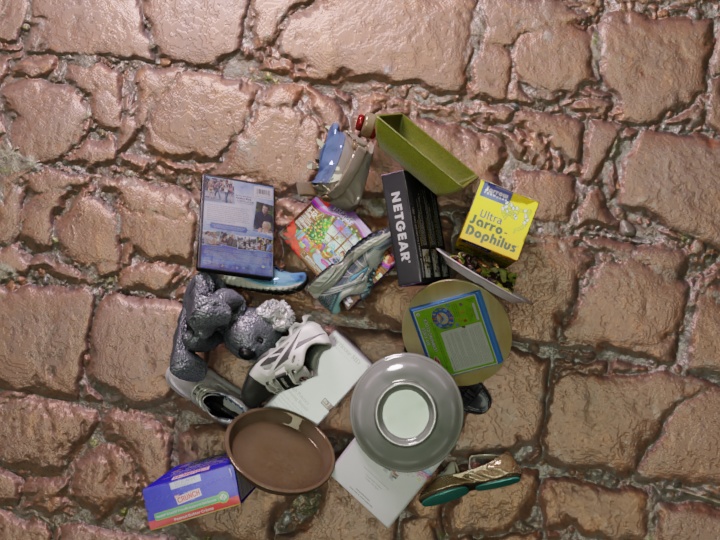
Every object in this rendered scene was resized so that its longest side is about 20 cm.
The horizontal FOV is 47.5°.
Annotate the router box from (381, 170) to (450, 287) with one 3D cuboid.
[{"bbox_3d":[0.103,-0.075,1.496,0.050,0.149,0.204,-11,85,26],"label":"router box"}]

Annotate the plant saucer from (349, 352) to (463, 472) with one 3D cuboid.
[{"bbox_3d":[0.078,0.242,1.387,0.196,0.050,0.204,0,85,4],"label":"plant saucer"}]

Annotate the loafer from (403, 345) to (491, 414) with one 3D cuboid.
[{"bbox_3d":[0.160,0.199,1.521,0.199,0.063,0.072,40,91,6],"label":"loafer"}]

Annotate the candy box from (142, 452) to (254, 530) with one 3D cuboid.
[{"bbox_3d":[-0.278,0.386,1.473,0.166,0.200,0.078,-16,85,3],"label":"candy box"}]

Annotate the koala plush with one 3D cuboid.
[{"bbox_3d":[-0.229,0.103,1.498,0.197,0.185,0.179,17,121,-19],"label":"koala plush"}]

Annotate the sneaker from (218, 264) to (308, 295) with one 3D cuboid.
[{"bbox_3d":[-0.194,-0.006,1.554,0.196,0.078,0.092,10,84,4],"label":"sneaker"}]

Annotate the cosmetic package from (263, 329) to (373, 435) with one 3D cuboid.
[{"bbox_3d":[-0.077,0.216,1.533,0.101,0.074,0.200,42,91,5],"label":"cosmetic package"}]

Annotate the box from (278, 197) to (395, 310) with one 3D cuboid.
[{"bbox_3d":[-0.042,-0.043,1.562,0.137,0.039,0.200,-44,85,0],"label":"box"}]

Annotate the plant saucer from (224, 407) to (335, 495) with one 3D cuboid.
[{"bbox_3d":[-0.141,0.315,1.413,0.197,0.200,0.030,24,118,5],"label":"plant saucer"}]

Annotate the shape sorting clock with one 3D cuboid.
[{"bbox_3d":[0.170,0.111,1.453,0.196,0.039,0.204,4,109,11],"label":"shape sorting clock"}]

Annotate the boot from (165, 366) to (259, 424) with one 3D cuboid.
[{"bbox_3d":[-0.285,0.229,1.535,0.197,0.096,0.075,22,88,5],"label":"boot"}]

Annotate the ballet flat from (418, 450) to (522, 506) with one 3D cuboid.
[{"bbox_3d":[0.198,0.382,1.516,0.196,0.071,0.066,-14,58,1],"label":"ballet flat"}]

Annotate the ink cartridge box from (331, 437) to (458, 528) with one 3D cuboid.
[{"bbox_3d":[0.063,0.326,1.479,0.144,0.145,0.201,41,89,6],"label":"ink cartridge box"}]

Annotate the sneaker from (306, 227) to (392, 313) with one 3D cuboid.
[{"bbox_3d":[0.000,0.000,1.510,0.199,0.078,0.087,-38,97,8],"label":"sneaker"}]

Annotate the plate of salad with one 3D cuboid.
[{"bbox_3d":[0.225,0.002,1.459,0.198,0.200,0.049,31,97,5],"label":"plate of salad"}]

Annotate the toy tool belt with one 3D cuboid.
[{"bbox_3d":[-0.041,-0.215,1.513,0.121,0.125,0.203,17,74,-10],"label":"toy tool belt"}]

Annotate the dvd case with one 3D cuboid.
[{"bbox_3d":[-0.231,-0.082,1.523,0.140,0.018,0.203,8,62,-19],"label":"dvd case"}]

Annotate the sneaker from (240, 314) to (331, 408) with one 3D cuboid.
[{"bbox_3d":[-0.132,0.179,1.470,0.201,0.074,0.088,-49,52,-1],"label":"sneaker"}]

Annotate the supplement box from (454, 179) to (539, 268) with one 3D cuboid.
[{"bbox_3d":[0.239,-0.078,1.464,0.107,0.200,0.111,21,88,6],"label":"supplement box"}]

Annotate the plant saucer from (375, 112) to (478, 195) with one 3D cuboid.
[{"bbox_3d":[0.114,-0.206,1.493,0.199,0.200,0.048,40,109,5],"label":"plant saucer"}]
